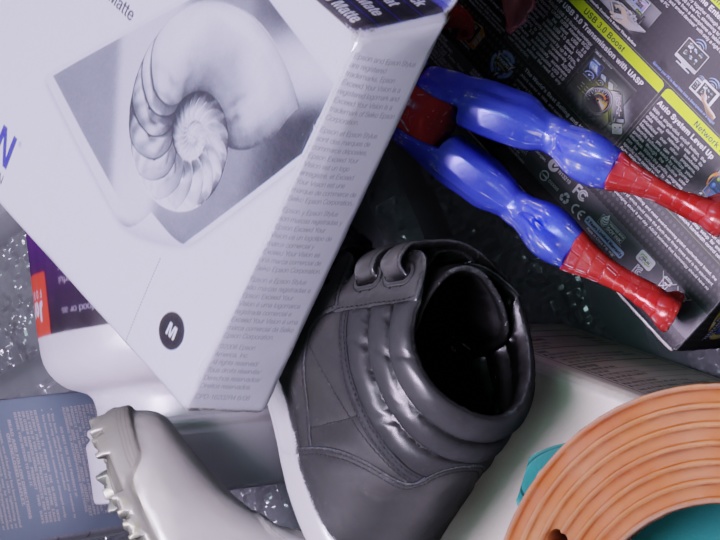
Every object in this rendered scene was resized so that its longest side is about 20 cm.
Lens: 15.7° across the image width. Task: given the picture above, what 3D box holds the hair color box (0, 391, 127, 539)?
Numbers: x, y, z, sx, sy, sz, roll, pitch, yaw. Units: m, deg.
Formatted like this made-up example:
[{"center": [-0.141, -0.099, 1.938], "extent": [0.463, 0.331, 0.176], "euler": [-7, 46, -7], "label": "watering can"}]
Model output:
[{"center": [-0.168, 0.089, 1.016], "extent": [0.099, 0.200, 0.061], "euler": [-18, 82, 30], "label": "hair color box"}]

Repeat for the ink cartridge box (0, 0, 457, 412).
[{"center": [-0.059, -0.088, 0.884], "extent": [0.200, 0.041, 0.200], "euler": [43, 116, 38], "label": "ink cartridge box"}]

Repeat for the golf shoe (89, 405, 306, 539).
[{"center": [-0.016, 0.119, 0.928], "extent": [0.097, 0.078, 0.200], "euler": [-35, 86, -2], "label": "golf shoe"}]

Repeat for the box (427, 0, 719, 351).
[{"center": [0.107, -0.095, 0.939], "extent": [0.200, 0.044, 0.160], "euler": [48, 113, 22], "label": "box"}]

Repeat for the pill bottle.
[{"center": [-0.074, -0.013, 1.010], "extent": [0.111, 0.111, 0.201], "euler": [-10, 85, 31], "label": "pill bottle"}]

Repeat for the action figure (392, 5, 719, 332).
[{"center": [0.036, -0.055, 0.928], "extent": [0.200, 0.099, 0.065], "euler": [29, 104, 5], "label": "action figure"}]

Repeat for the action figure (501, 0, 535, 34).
[{"center": [0.095, -0.170, 0.882], "extent": [0.200, 0.149, 0.134], "euler": [-69, 30, 29], "label": "action figure"}]

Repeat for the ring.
[{"center": [0.117, 0.130, 0.755], "extent": [0.200, 0.019, 0.201], "euler": [8, 102, 41], "label": "ring"}]

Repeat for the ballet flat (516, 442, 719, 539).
[{"center": [0.138, 0.100, 0.806], "extent": [0.200, 0.072, 0.072], "euler": [6, 94, 33], "label": "ballet flat"}]

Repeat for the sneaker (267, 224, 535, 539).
[{"center": [0.000, 0.000, 0.896], "extent": [0.099, 0.071, 0.200], "euler": [-46, 56, 37], "label": "sneaker"}]

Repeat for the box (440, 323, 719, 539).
[{"center": [0.123, 0.084, 0.902], "extent": [0.200, 0.095, 0.078], "euler": [20, 101, 31], "label": "box"}]
